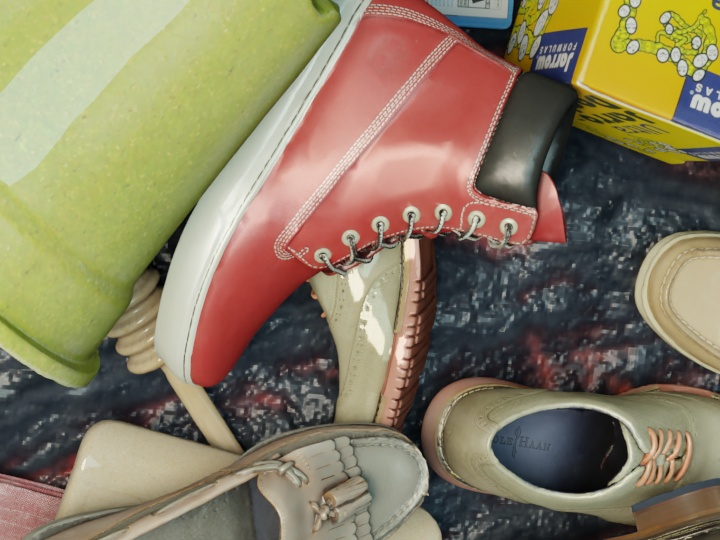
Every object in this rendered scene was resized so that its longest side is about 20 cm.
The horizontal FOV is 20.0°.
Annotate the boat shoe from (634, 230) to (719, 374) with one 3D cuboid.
[{"bbox_3d":[0.233,0.036,1.024,0.199,0.069,0.074,22,91,-17],"label":"boat shoe"}]

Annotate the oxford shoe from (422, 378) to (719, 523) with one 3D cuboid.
[{"bbox_3d":[0.133,0.094,0.992,0.198,0.074,0.072,3,93,-19],"label":"oxford shoe"}]

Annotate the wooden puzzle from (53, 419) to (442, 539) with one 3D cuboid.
[{"bbox_3d":[-0.070,0.188,0.948,0.184,0.046,0.202,17,97,-19],"label":"wooden puzzle"}]

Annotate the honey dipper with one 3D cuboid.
[{"bbox_3d":[-0.065,0.082,0.969,0.038,0.038,0.201,-34,109,-9],"label":"honey dipper"}]

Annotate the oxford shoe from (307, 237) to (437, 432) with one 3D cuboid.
[{"bbox_3d":[0.000,0.000,0.967,0.073,0.071,0.202,8,94,7],"label":"oxford shoe"}]

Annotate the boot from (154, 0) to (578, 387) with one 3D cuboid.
[{"bbox_3d":[0.007,-0.014,0.895,0.144,0.072,0.201,31,96,10],"label":"boot"}]

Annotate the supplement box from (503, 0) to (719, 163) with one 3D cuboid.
[{"bbox_3d":[0.154,-0.160,0.950,0.109,0.109,0.202,18,87,-17],"label":"supplement box"}]

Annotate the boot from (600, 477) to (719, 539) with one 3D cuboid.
[{"bbox_3d":[0.109,0.180,0.964,0.199,0.098,0.075,-28,148,17],"label":"boot"}]

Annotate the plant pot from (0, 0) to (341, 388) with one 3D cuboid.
[{"bbox_3d":[-0.114,-0.087,0.831,0.184,0.200,0.201,-43,106,2],"label":"plant pot"}]

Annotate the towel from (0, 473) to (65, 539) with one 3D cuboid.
[{"bbox_3d":[-0.147,0.205,0.966,0.143,0.023,0.202,18,93,-19],"label":"towel"}]

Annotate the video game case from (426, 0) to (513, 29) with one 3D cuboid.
[{"bbox_3d":[-0.020,-0.191,0.953,0.198,0.018,0.145,2,97,-16],"label":"video game case"}]

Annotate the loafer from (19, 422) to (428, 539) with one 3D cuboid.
[{"bbox_3d":[-0.054,0.118,0.885,0.198,0.063,0.073,-16,93,-20],"label":"loafer"}]
